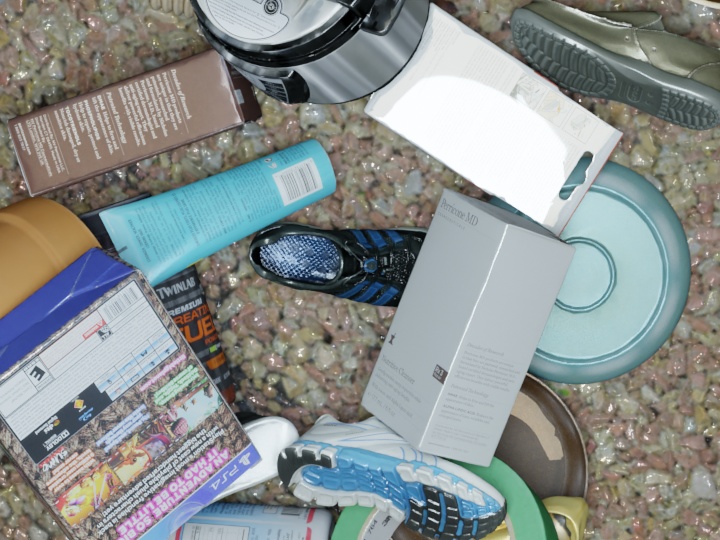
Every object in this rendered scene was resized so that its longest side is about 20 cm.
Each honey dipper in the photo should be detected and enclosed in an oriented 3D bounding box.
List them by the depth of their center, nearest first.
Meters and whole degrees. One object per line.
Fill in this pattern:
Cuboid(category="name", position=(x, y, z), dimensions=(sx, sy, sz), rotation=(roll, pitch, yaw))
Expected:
Cuboid(category="honey dipper", position=(-0.228, -0.259, 1.403), dimensions=(0.198, 0.038, 0.038), rotation=(16, 99, 7))

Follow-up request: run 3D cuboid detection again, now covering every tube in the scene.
Cuboid(category="tube", position=(-0.117, -0.053, 1.368), dimensions=(0.198, 0.050, 0.078), rotation=(-24, 73, -19))

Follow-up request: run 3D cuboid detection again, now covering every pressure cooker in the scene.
Cuboid(category="pressure cooker", position=(-0.048, -0.238, 1.285), dimensions=(0.174, 0.200, 0.181), rotation=(-17, 76, 14))

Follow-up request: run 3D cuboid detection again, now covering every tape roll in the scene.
Cuboid(category="tape roll", position=(0.069, 0.250, 1.349), dimensions=(0.198, 0.048, 0.203), rotation=(-11, 60, 20))

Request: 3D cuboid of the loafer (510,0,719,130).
Cuboid(category="loafer", position=(0.222, -0.185, 1.358), dimensions=(0.198, 0.075, 0.070), rotation=(24, 68, 3))

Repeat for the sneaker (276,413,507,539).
Cuboid(category="sneaker", position=(0.035, 0.161, 1.345), dimensions=(0.198, 0.087, 0.076), rotation=(15, 129, 19))

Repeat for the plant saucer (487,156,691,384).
Cuboid(category="plant saucer", position=(0.190, 0.003, 1.402), dimensions=(0.197, 0.027, 0.203), rotation=(1, 98, 6))

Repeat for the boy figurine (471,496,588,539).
Cuboid(category="boy figurine", position=(0.116, 0.263, 1.396), dimensions=(0.199, 0.064, 0.125), rotation=(-29, 88, 11))

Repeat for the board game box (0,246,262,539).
Cuboid(category="board game box", position=(-0.202, 0.113, 1.268), dimensions=(0.159, 0.097, 0.201), rotation=(-38, 117, -17))

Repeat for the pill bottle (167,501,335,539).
Cuboid(category="pill bottle", position=(-0.124, 0.261, 1.427), dimensions=(0.197, 0.109, 0.110), rotation=(3, 98, 5))

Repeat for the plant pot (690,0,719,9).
Cuboid(category="plant pot", position=(0.288, -0.298, 1.262), dimensions=(0.184, 0.200, 0.189), rotation=(1, 98, 6))

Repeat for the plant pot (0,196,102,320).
Cuboid(category="plant pot", position=(-0.305, 0.052, 1.352), dimensions=(0.199, 0.139, 0.203), rotation=(21, 121, 41))

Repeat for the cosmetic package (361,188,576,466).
Cuboid(category="cosmetic package", position=(0.088, 0.046, 1.336), dimensions=(0.080, 0.113, 0.202), rotation=(15, 99, -31))

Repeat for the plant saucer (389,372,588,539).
Cuboid(category="plant saucer", position=(0.103, 0.177, 1.432), dimensions=(0.197, 0.032, 0.203), rotation=(1, 99, 5))

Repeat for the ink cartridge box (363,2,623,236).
Cuboid(category="ink cartridge box", position=(0.113, -0.128, 1.375), dimensions=(0.199, 0.050, 0.110), rotation=(33, 96, 1))

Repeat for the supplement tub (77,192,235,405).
Cuboid(category="supplement tub", position=(-0.186, 0.038, 1.402), dimensions=(0.106, 0.107, 0.202), rotation=(-17, 96, 8))

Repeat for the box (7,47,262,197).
Cuboid(category="box", position=(-0.193, -0.130, 1.382), dimensions=(0.198, 0.100, 0.076), rotation=(-16, 96, 7))

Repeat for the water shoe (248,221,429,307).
Cuboid(category="water shoe", position=(0.000, 0.000, 1.392), dimensions=(0.197, 0.079, 0.073), rotation=(3, 99, 5))

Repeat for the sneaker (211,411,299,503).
Cuboid(category="sneaker", position=(-0.152, 0.177, 1.414), dimensions=(0.198, 0.099, 0.072), rotation=(-17, 89, -9))
